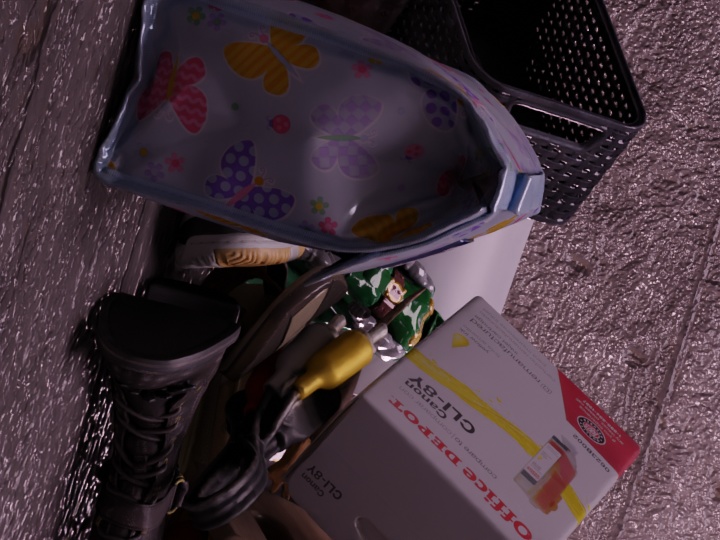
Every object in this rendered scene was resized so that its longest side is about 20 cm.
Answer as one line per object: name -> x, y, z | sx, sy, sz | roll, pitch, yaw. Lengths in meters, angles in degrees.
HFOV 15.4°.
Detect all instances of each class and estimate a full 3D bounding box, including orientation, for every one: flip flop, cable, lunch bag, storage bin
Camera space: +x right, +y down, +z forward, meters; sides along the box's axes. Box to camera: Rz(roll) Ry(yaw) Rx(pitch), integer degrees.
flip flop -> -0.066, 0.018, 1.533 | 0.081, 0.058, 0.200 | -38, -171, -12
cable -> -0.062, 0.082, 1.472 | 0.200, 0.097, 0.051 | -39, 111, -55
lunch bag -> -0.011, -0.060, 1.308 | 0.170, 0.199, 0.128 | -26, 133, -81
storage bin -> 0.084, -0.139, 1.700 | 0.094, 0.135, 0.201 | -54, -145, 34

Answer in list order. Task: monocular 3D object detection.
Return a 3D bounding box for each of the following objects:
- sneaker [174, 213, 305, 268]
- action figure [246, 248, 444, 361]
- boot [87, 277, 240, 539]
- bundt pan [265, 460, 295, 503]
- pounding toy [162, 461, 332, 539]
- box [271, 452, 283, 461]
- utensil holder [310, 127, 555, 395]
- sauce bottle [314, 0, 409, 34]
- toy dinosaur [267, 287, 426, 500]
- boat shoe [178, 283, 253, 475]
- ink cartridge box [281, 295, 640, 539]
sneaker -> -0.061, -0.057, 1.510 | 0.200, 0.075, 0.088 | -56, 145, -71
action figure -> 0.000, 0.000, 1.690 | 0.200, 0.055, 0.119 | 42, 68, -41
boot -> -0.114, 0.100, 1.414 | 0.200, 0.069, 0.175 | -36, 142, -81
bundt pan -> -0.092, 0.219, 1.811 | 0.202, 0.075, 0.203 | 17, 90, -83
pounding toy -> -0.077, 0.210, 1.489 | 0.185, 0.142, 0.200 | -61, -156, 10
box -> 0.000, 0.150, 2.025 | 0.200, 0.155, 0.041 | 91, 17, -67
utensil holder -> 0.030, -0.024, 1.825 | 0.170, 0.169, 0.201 | -39, 148, -77
sauce bottle -> 0.008, -0.198, 1.654 | 0.066, 0.066, 0.201 | -44, 150, -75
toy dinosaur -> -0.024, 0.106, 1.685 | 0.106, 0.060, 0.201 | -68, 179, -55
boat shoe -> -0.080, 0.092, 1.661 | 0.073, 0.063, 0.201 | 89, 20, -68
ink cartridge box -> 0.064, 0.116, 1.576 | 0.083, 0.145, 0.200 | -49, 174, 28
